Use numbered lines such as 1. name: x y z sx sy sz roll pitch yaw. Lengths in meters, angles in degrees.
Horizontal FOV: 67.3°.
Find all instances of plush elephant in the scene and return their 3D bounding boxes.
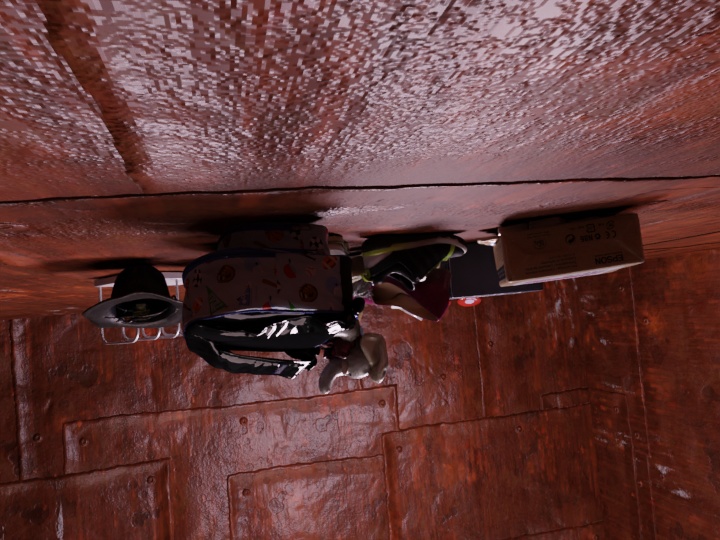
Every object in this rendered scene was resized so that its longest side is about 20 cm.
1. plush elephant: -0.038 0.122 0.891 0.196 0.159 0.164 -26 -177 -19

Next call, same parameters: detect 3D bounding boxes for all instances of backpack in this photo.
1. backpack: -0.113 0.031 0.629 0.185 0.158 0.200 -4 156 -26

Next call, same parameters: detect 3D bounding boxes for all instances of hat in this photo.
1. hat: -0.364 0.039 0.904 0.193 0.084 0.201 -7 162 -2

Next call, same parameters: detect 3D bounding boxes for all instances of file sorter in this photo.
1. file sorter: -0.407 0.073 1.095 0.135 0.129 0.198 -7 176 33

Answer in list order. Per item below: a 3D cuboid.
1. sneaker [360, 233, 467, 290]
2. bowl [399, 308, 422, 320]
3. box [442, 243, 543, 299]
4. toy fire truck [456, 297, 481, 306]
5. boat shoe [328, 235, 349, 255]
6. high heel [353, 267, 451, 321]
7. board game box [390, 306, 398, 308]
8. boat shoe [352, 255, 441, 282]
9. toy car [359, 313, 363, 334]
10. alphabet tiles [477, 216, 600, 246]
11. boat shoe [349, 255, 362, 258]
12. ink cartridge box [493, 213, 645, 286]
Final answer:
1. sneaker: 0.085 -0.011 0.866 0.194 0.086 0.071 -4 176 -24
2. bowl: 0.082 0.048 1.364 0.195 0.076 0.200 27 179 10
3. box: 0.254 0.002 1.147 0.193 0.108 0.182 -5 175 -7
4. toy fire truck: 0.231 0.012 1.406 0.193 0.115 0.169 -6 151 16
5. boat shoe: -0.052 -0.009 0.811 0.072 0.071 0.200 -6 176 14
6. high heel: 0.057 0.049 0.905 0.195 0.098 0.068 -13 128 33
7. board game box: 0.108 0.053 1.108 0.092 0.031 0.200 1 168 3
8. boat shoe: 0.058 0.005 0.984 0.194 0.073 0.066 -9 132 24
9. toy car: -0.057 0.091 1.268 0.154 0.170 0.197 -8 164 38
10. alphabet tiles: 0.299 -0.066 0.894 0.191 0.015 0.198 -11 174 31
11. boat shoe: -0.001 0.000 1.076 0.196 0.063 0.072 -7 176 26
12. ink cartridge box: 0.315 -0.026 0.848 0.193 0.078 0.165 -9 173 11
